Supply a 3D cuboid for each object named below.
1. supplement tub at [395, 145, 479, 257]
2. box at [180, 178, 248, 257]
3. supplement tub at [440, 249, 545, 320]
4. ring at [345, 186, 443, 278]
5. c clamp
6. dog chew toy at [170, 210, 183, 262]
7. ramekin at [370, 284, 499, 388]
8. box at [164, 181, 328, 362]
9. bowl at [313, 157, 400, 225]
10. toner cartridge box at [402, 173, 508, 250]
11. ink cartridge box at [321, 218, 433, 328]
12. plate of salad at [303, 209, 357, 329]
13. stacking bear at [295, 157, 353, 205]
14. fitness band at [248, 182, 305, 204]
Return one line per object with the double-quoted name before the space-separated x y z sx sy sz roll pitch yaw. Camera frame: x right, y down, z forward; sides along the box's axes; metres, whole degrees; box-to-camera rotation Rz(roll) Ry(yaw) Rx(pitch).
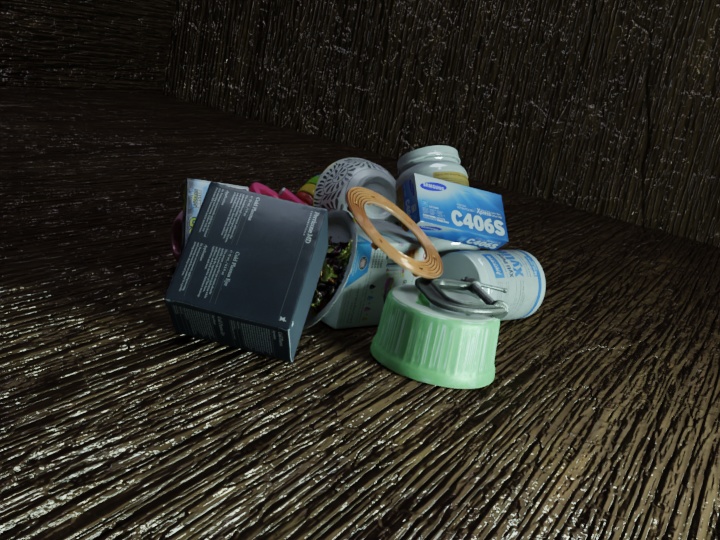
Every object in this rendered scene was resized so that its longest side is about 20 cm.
"supplement tub" 0.143 -0.118 1.752 0.141 0.205 0.145 -8 -15 -2
"box" -0.239 -0.048 1.519 0.108 0.204 0.035 7 -27 -20
"supplement tub" 0.236 0.028 1.701 0.197 0.135 0.131 -2 20 -45
"ring" 0.052 -0.058 1.476 0.199 0.019 0.202 36 23 -18
"c clamp" 0.169 0.035 1.417 0.167 0.028 0.200 10 13 -7
"dog chew toy" -0.232 -0.053 1.632 0.197 0.127 0.124 2 17 -35
"ramekin" 0.118 0.094 1.411 0.195 0.100 0.200 11 14 -3
"box" -0.155 0.001 1.315 0.178 0.203 0.105 13 -29 7
"bowl" 0.014 -0.133 1.806 0.197 0.206 0.094 5 -12 -26
"toner cartridge box" 0.169 -0.102 1.641 0.196 0.097 0.043 10 -29 -31
"ink cartridge box" 0.000 0.000 1.573 0.197 0.150 0.143 -2 21 -44
"plate of salad" -0.076 -0.006 1.435 0.048 0.203 0.200 28 4 -31
"stacking bear" -0.087 -0.129 1.866 0.199 0.124 0.113 -33 22 -35
"fitness band" -0.124 -0.091 1.694 0.199 0.038 0.144 39 18 -4
